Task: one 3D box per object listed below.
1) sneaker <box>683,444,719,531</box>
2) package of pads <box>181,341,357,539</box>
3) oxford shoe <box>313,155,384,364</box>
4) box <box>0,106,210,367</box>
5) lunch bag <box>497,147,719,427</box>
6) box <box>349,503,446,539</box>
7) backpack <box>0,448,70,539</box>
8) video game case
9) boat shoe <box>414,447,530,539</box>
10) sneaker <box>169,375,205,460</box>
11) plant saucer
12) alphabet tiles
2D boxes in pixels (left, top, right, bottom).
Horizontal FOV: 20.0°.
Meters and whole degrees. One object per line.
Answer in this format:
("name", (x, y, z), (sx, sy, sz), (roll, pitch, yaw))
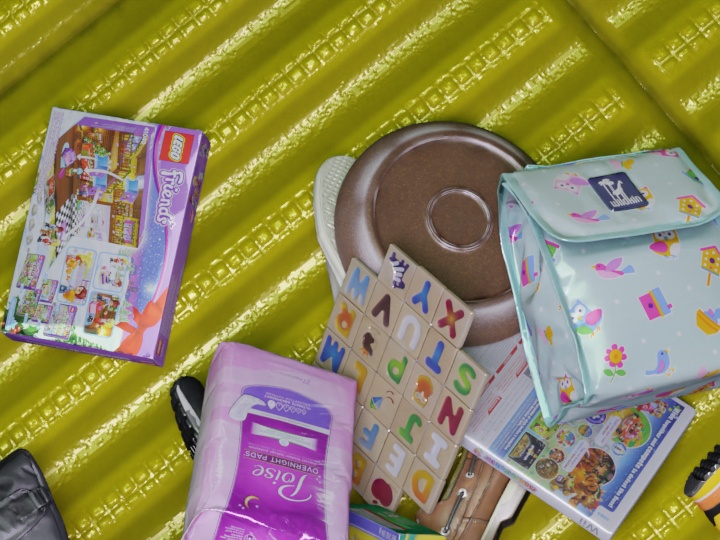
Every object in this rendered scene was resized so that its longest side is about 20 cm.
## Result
("sneaker", (0.352, 0.137, 1.606), (0.200, 0.070, 0.090), (-41, 90, -3))
("package of pads", (-0.068, 0.149, 1.554), (0.119, 0.076, 0.201), (15, 38, -8))
("oxford shoe", (0.000, 0.000, 1.682), (0.075, 0.058, 0.201), (-7, 68, -26))
("box", (-0.214, -0.029, 1.725), (0.136, 0.039, 0.202), (10, 78, 10))
("lunch bag", (0.207, 0.002, 1.605), (0.169, 0.122, 0.202), (-10, 76, -17))
("box", (0.006, 0.289, 1.570), (0.048, 0.117, 0.202), (6, 93, -27))
("backpack", (-0.331, 0.257, 1.633), (0.199, 0.154, 0.164), (-23, 80, -20))
("video game case", (0.149, 0.109, 1.627), (0.199, 0.018, 0.143), (33, 56, 13))
("boat shoe", (0.073, 0.214, 1.620), (0.068, 0.072, 0.201), (29, 71, 12))
("sneaker", (-0.074, 0.159, 1.658), (0.087, 0.076, 0.201), (-33, 78, -16))
("plant saucer", (0.078, -0.037, 1.660), (0.198, 0.032, 0.202), (4, 67, -9))
("alphabet tiles", (0.024, 0.090, 1.608), (0.166, 0.006, 0.201), (41, 123, 35))
